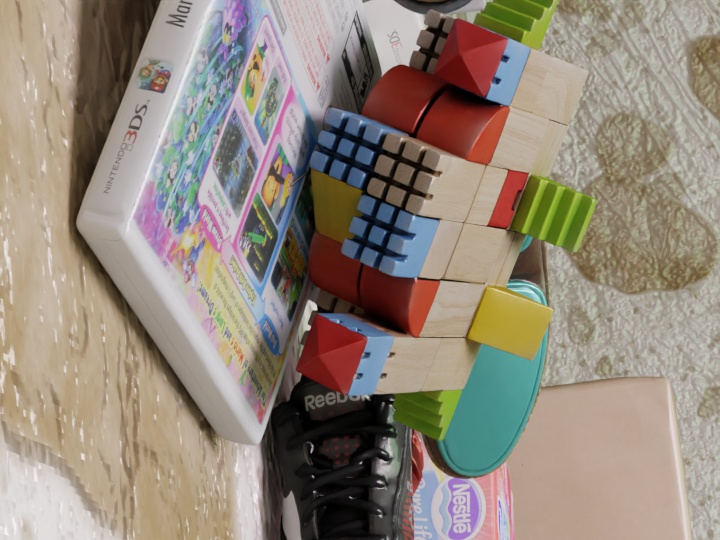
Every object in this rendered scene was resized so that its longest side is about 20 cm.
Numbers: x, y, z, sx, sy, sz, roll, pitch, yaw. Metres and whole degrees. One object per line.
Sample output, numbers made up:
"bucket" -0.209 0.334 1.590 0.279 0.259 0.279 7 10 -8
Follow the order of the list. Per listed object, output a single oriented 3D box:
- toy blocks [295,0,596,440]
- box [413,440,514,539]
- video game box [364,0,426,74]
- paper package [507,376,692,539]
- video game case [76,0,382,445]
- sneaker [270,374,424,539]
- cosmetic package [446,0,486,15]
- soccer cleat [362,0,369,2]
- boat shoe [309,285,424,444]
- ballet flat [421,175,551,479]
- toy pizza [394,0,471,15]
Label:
"toy blocks" 0.025 -0.029 0.794 0.136 0.099 0.202 5 108 -65
"box" 0.034 0.164 1.042 0.201 0.094 0.103 -87 167 -50
"video game box" -0.001 -0.221 1.190 0.200 0.046 0.184 61 16 -71
"paper package" 0.110 0.173 1.212 0.103 0.198 0.193 47 36 -77
"video game case" -0.041 -0.052 0.734 0.200 0.023 0.184 68 37 -63
"sneaker" -0.007 0.104 0.884 0.201 0.070 0.099 -88 169 -58
"cosmetic package" 0.029 -0.282 1.351 0.074 0.101 0.202 -77 160 -63
"soccer cleat" -0.038 -0.145 0.804 0.200 0.084 0.069 45 39 -78
"boat shoe" 0.000 0.000 0.985 0.201 0.070 0.071 55 17 1
"ballet flat" 0.055 -0.004 0.913 0.065 0.070 0.202 -147 -118 -66
"toy pizza" 0.020 -0.216 0.860 0.200 0.031 0.202 27 -59 59
